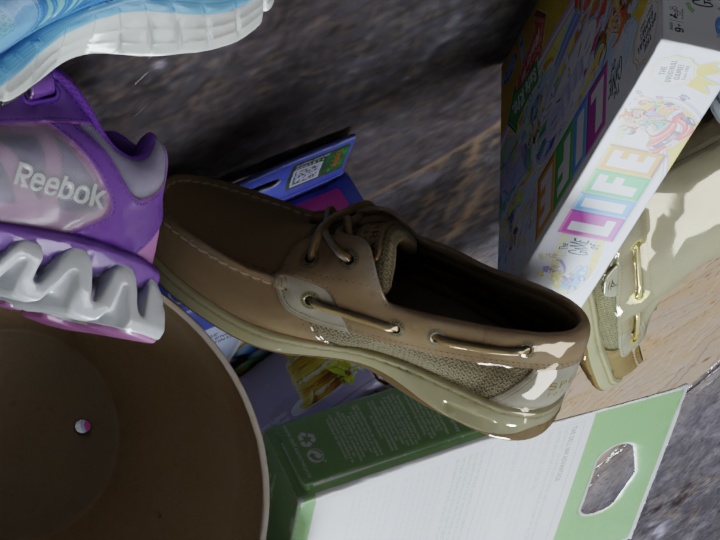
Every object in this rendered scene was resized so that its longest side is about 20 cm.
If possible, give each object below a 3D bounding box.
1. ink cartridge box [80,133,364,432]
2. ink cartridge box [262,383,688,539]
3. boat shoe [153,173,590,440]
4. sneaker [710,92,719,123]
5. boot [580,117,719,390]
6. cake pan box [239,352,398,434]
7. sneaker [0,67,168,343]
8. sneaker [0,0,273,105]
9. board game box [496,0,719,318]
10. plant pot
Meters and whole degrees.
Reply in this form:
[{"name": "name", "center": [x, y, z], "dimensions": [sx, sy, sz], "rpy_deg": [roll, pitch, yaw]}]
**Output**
[{"name": "ink cartridge box", "center": [-0.060, 0.021, 1.378], "dimensions": [0.119, 0.042, 0.200], "rpy_deg": [-23, 156, -23]}, {"name": "ink cartridge box", "center": [0.045, 0.102, 1.418], "dimensions": [0.199, 0.048, 0.146], "rpy_deg": [-17, 149, -19]}, {"name": "boat shoe", "center": [0.000, 0.000, 1.247], "dimensions": [0.071, 0.199, 0.065], "rpy_deg": [-68, 180, -49]}, {"name": "sneaker", "center": [0.176, -0.128, 1.323], "dimensions": [0.114, 0.075, 0.200], "rpy_deg": [-16, 149, -34]}, {"name": "boot", "center": [0.167, -0.017, 1.555], "dimensions": [0.155, 0.073, 0.200], "rpy_deg": [-29, 154, 0]}, {"name": "cake pan box", "center": [-0.025, 0.108, 1.469], "dimensions": [0.184, 0.052, 0.200], "rpy_deg": [-35, 151, 16]}, {"name": "sneaker", "center": [-0.143, -0.041, 1.085], "dimensions": [0.200, 0.080, 0.089], "rpy_deg": [24, 80, -44]}, {"name": "sneaker", "center": [-0.113, -0.114, 0.988], "dimensions": [0.199, 0.078, 0.090], "rpy_deg": [-20, 138, -35]}, {"name": "board game box", "center": [0.104, -0.086, 1.235], "dimensions": [0.034, 0.135, 0.200], "rpy_deg": [11, 145, -12]}, {"name": "plant pot", "center": [-0.144, 0.081, 1.232], "dimensions": [0.200, 0.201, 0.134], "rpy_deg": [-30, -168, -3]}]
